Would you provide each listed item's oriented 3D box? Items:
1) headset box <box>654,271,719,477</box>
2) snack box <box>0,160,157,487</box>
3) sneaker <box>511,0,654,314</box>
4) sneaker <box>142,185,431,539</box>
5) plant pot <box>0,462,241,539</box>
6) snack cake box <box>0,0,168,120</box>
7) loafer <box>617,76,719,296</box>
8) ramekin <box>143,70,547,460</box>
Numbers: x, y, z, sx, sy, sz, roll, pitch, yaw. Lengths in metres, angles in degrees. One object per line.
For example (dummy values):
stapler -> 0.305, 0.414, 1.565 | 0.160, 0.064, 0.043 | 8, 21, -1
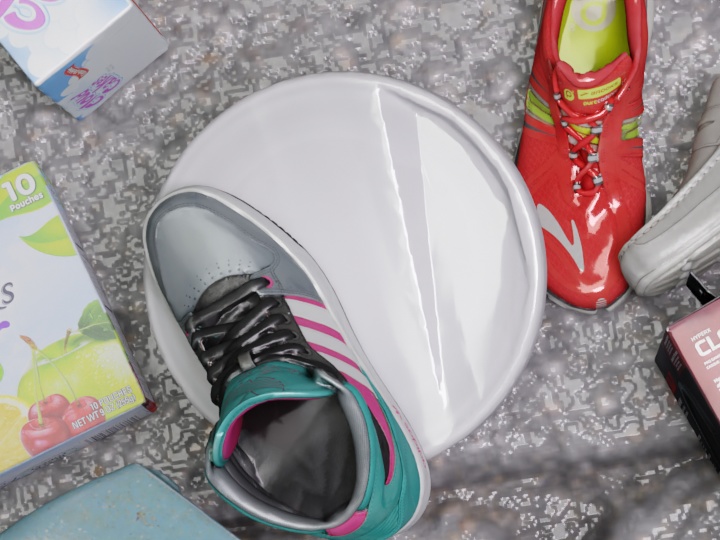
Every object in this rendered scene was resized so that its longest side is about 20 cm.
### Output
headset box -> 0.215, 0.087, 1.469 | 0.077, 0.149, 0.200 | -30, 83, -1
snack box -> -0.225, 0.051, 1.553 | 0.200, 0.053, 0.143 | -26, 80, 0
sneaker -> 0.112, -0.079, 1.530 | 0.077, 0.085, 0.201 | 0, 83, 5
sneaker -> -0.048, 0.048, 1.409 | 0.084, 0.121, 0.200 | -38, 84, 12
plant pot -> -0.121, 0.210, 1.463 | 0.196, 0.196, 0.200 | 35, 79, 8
snack cake box -> -0.192, -0.180, 1.549 | 0.067, 0.115, 0.200 | -40, 81, -1
loafer -> 0.199, -0.066, 1.527 | 0.200, 0.070, 0.070 | -42, 79, -17
ramekin -> 0.000, 0.000, 1.507 | 0.202, 0.094, 0.203 | 1, 93, 13
